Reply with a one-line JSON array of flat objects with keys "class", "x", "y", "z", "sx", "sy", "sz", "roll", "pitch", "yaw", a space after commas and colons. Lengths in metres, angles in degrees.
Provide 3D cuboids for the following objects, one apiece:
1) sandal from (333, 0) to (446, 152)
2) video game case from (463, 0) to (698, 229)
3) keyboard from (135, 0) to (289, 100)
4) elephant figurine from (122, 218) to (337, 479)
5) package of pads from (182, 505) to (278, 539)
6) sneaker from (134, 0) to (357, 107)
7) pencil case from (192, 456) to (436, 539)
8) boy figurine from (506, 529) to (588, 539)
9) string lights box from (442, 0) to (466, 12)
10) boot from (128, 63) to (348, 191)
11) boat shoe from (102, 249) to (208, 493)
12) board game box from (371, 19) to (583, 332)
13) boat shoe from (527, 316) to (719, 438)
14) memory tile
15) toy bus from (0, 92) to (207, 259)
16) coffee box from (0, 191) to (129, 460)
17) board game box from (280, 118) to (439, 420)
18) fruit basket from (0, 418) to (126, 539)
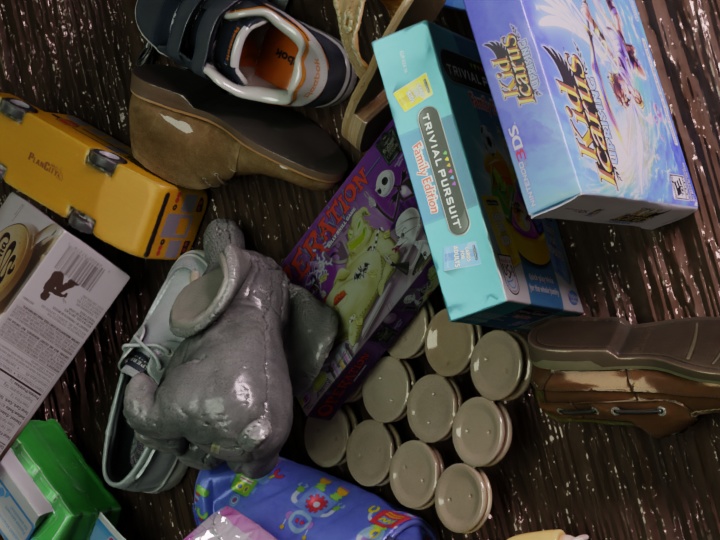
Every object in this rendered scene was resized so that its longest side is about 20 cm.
[{"class": "sandal", "x": 0.005, "y": -0.170, "z": 1.620, "sx": 0.070, "sy": 0.078, "sz": 0.212, "roll": 40, "pitch": 147, "yaw": 12}, {"class": "video game case", "x": 0.145, "y": -0.131, "z": 1.512, "sx": 0.045, "sy": 0.181, "sz": 0.201, "roll": -23, "pitch": 76, "yaw": 31}, {"class": "keyboard", "x": -0.126, "y": -0.182, "z": 1.797, "sx": 0.127, "sy": 0.021, "sz": 0.201, "roll": 29, "pitch": 104, "yaw": 31}, {"class": "elephant figurine", "x": -0.091, "y": 0.041, "z": 1.666, "sx": 0.154, "sy": 0.142, "sz": 0.201, "roll": 12, "pitch": 72, "yaw": 21}, {"class": "package of pads", "x": -0.077, "y": 0.281, "z": 1.669, "sx": 0.120, "sy": 0.075, "sz": 0.201, "roll": 37, "pitch": 143, "yaw": 29}, {"class": "sneaker", "x": -0.102, "y": -0.181, "z": 1.730, "sx": 0.199, "sy": 0.079, "sz": 0.079, "roll": 21, "pitch": 103, "yaw": 26}, {"class": "pencil case", "x": -0.039, "y": 0.194, "z": 1.690, "sx": 0.199, "sy": 0.087, "sz": 0.078, "roll": 19, "pitch": 136, "yaw": 34}, {"class": "boy figurine", "x": 0.125, "y": 0.242, "z": 1.589, "sx": 0.199, "sy": 0.064, "sz": 0.125, "roll": 10, "pitch": 95, "yaw": 35}, {"class": "string lights box", "x": 0.049, "y": -0.249, "z": 1.653, "sx": 0.199, "sy": 0.059, "sz": 0.104, "roll": 17, "pitch": 99, "yaw": 34}, {"class": "boot", "x": -0.096, "y": -0.093, "z": 1.747, "sx": 0.199, "sy": 0.073, "sz": 0.076, "roll": 24, "pitch": 115, "yaw": 27}, {"class": "boat shoe", "x": -0.156, "y": 0.082, "z": 1.780, "sx": 0.070, "sy": 0.071, "sz": 0.202, "roll": 21, "pitch": 101, "yaw": 33}, {"class": "board game box", "x": 0.083, "y": -0.062, "z": 1.568, "sx": 0.047, "sy": 0.151, "sz": 0.201, "roll": -20, "pitch": 78, "yaw": 22}, {"class": "boat shoe", "x": 0.212, "y": 0.075, "z": 1.538, "sx": 0.199, "sy": 0.072, "sz": 0.068, "roll": 6, "pitch": 119, "yaw": 29}, {"class": "memory tile", "x": 0.040, "y": 0.094, "z": 1.657, "sx": 0.199, "sy": 0.017, "sz": 0.154, "roll": 22, "pitch": 101, "yaw": 46}, {"class": "toy bus", "x": -0.223, "y": -0.078, "z": 1.826, "sx": 0.199, "sy": 0.078, "sz": 0.065, "roll": 29, "pitch": 106, "yaw": 31}, {"class": "coffee box", "x": -0.289, "y": 0.052, "z": 1.812, "sx": 0.201, "sy": 0.080, "sz": 0.113, "roll": -55, "pitch": 35, "yaw": -2}, {"class": "board game box", "x": 0.000, "y": 0.000, "z": 1.680, "sx": 0.200, "sy": 0.032, "sz": 0.120, "roll": -53, "pitch": 43, "yaw": 25}, {"class": "fruit basket", "x": -0.293, "y": 0.229, "z": 1.855, "sx": 0.200, "sy": 0.094, "sz": 0.185, "roll": -50, "pitch": 64, "yaw": 20}]
